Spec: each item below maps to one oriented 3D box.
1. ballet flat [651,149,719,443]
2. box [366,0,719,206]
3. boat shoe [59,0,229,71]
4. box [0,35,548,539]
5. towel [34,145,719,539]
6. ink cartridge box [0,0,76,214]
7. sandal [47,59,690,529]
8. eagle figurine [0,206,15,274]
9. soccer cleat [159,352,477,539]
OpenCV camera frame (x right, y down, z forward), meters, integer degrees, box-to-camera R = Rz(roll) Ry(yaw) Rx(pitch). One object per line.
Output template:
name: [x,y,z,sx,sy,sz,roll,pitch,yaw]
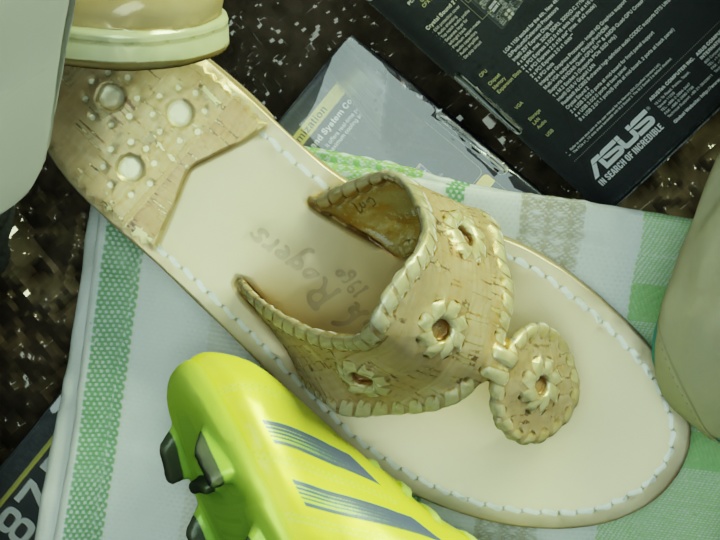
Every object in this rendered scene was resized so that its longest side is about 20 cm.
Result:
ballet flat: [0.133,-0.045,0.767,0.069,0.069,0.201,13,99,4]
box: [0.082,-0.138,0.811,0.160,0.044,0.200,40,110,-14]
boat shoe: [-0.112,-0.114,0.791,0.199,0.074,0.067,29,120,32]
box: [-0.004,0.057,0.865,0.161,0.049,0.200,39,93,1]
towel: [0.013,0.044,0.830,0.199,0.031,0.150,10,92,2]
ink cartridge box: [-0.187,-0.073,0.703,0.199,0.145,0.084,32,133,16]
sandal: [-0.003,0.005,0.780,0.211,0.070,0.078,36,92,1]
eagle figurine: [-0.144,0.044,0.784,0.150,0.152,0.201,-26,75,13]
soccer cleat: [0.022,0.097,0.792,0.084,0.065,0.200,-38,91,-16]
